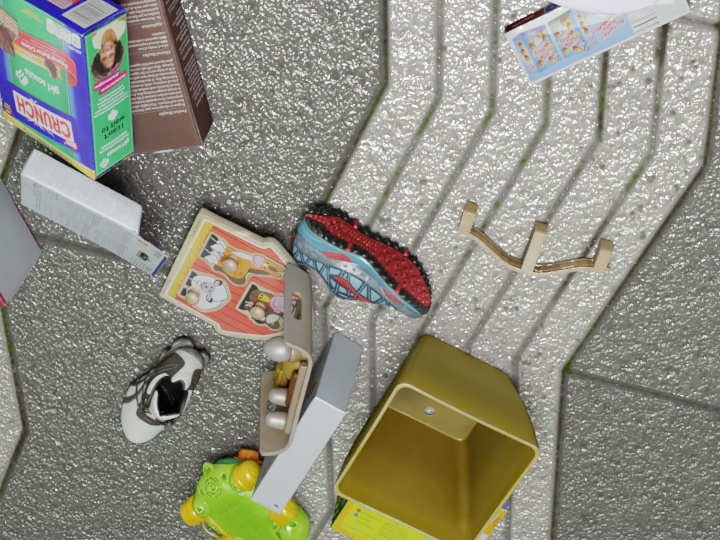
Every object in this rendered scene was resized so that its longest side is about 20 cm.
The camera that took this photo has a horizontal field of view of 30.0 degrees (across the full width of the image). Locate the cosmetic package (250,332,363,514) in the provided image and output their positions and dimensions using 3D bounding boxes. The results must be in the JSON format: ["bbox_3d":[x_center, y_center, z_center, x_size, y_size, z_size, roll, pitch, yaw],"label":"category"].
[{"bbox_3d":[-0.070,0.203,1.788,0.051,0.151,0.201,27,121,-8],"label":"cosmetic package"}]

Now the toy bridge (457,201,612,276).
[{"bbox_3d":[0.216,-0.027,1.678,0.198,0.027,0.068,16,124,-1],"label":"toy bridge"}]

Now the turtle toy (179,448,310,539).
[{"bbox_3d":[-0.151,0.333,1.907,0.145,0.101,0.200,-34,111,25],"label":"turtle toy"}]

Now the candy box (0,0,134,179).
[{"bbox_3d":[-0.344,-0.234,1.547,0.168,0.077,0.201,31,140,26],"label":"candy box"}]

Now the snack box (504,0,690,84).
[{"bbox_3d":[0.266,-0.283,1.517,0.198,0.024,0.072,-23,116,20],"label":"snack box"}]

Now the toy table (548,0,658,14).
[{"bbox_3d":[0.235,-0.356,1.424,0.198,0.118,0.185,27,121,-8],"label":"toy table"}]

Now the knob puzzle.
[{"bbox_3d":[-0.150,0.029,1.741,0.217,0.031,0.221,9,133,10],"label":"knob puzzle"}]

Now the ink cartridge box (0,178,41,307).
[{"bbox_3d":[-0.547,-0.022,1.727,0.198,0.145,0.146,-17,118,19],"label":"ink cartridge box"}]

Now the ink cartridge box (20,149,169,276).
[{"bbox_3d":[-0.323,-0.068,1.655,0.199,0.199,0.041,30,77,-10],"label":"ink cartridge box"}]

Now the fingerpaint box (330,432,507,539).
[{"bbox_3d":[0.083,0.325,1.884,0.198,0.074,0.168,25,122,-7],"label":"fingerpaint box"}]

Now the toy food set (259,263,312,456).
[{"bbox_3d":[-0.102,0.114,1.694,0.060,0.144,0.201,8,130,-10],"label":"toy food set"}]

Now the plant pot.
[{"bbox_3d":[0.102,0.205,1.747,0.198,0.177,0.201,26,121,-8],"label":"plant pot"}]

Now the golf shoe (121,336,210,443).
[{"bbox_3d":[-0.282,0.181,1.841,0.077,0.095,0.201,29,122,-11],"label":"golf shoe"}]

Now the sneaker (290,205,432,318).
[{"bbox_3d":[0.000,0.000,1.711,0.199,0.080,0.096,36,133,-6],"label":"sneaker"}]

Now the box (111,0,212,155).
[{"bbox_3d":[-0.249,-0.245,1.591,0.099,0.075,0.202,-5,118,12],"label":"box"}]
